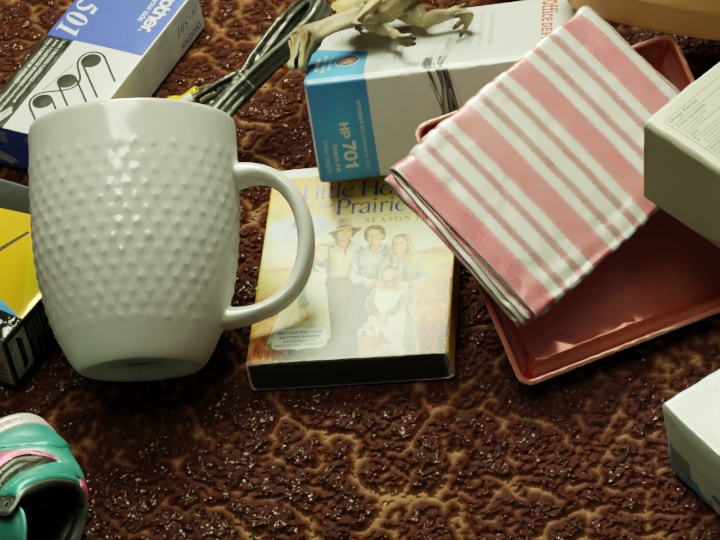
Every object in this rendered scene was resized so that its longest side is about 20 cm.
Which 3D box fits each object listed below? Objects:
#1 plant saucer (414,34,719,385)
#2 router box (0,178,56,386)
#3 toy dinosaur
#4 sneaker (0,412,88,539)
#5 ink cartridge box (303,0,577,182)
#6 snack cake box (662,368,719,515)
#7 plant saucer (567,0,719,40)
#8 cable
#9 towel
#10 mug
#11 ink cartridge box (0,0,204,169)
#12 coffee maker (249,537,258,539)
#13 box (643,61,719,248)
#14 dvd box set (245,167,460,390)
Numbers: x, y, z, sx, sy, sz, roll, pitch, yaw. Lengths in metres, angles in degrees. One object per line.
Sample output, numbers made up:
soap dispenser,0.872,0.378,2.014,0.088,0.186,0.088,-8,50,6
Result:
plant saucer,0.163,-0.040,1.763,0.200,0.037,0.200,-21,77,-7
router box,-0.296,-0.004,1.880,0.200,0.051,0.149,16,48,27
toy dinosaur,0.031,-0.201,1.860,0.101,0.058,0.200,10,29,45
sneaker,-0.259,0.179,1.667,0.200,0.084,0.121,-33,37,-22
ink cartridge box,0.067,-0.137,1.877,0.200,0.086,0.146,-5,22,7
snack cake box,0.308,0.090,1.628,0.200,0.067,0.115,-29,44,-16
plant saucer,0.233,-0.199,1.852,0.200,0.038,0.200,7,14,-2
cable,-0.106,-0.141,1.926,0.200,0.050,0.097,-44,18,12
towel,0.135,-0.073,1.740,0.200,0.030,0.146,-40,81,-15
mug,-0.131,-0.018,1.773,0.200,0.148,0.176,-4,77,3
ink cartridge box,-0.214,-0.158,2.026,0.094,0.044,0.200,14,49,24
coffee maker,-0.024,0.269,1.475,0.200,0.135,0.192,14,50,27
box,0.286,-0.047,1.650,0.095,0.078,0.200,-37,57,-23
dvd box set,0.000,0.000,1.822,0.146,0.029,0.200,-3,45,10
